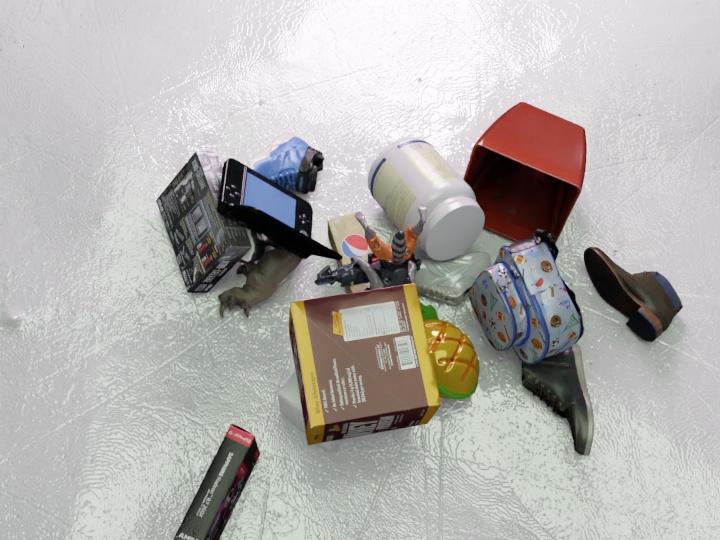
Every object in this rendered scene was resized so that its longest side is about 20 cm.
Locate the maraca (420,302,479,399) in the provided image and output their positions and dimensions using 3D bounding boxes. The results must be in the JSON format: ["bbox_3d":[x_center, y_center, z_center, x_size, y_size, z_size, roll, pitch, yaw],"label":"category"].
[{"bbox_3d":[0.129,0.133,1.633,0.137,0.107,0.201,-12,63,-50],"label":"maraca"}]

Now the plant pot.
[{"bbox_3d":[0.307,-0.185,1.744,0.199,0.201,0.177,24,55,8],"label":"plant pot"}]

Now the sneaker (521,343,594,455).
[{"bbox_3d":[0.334,0.224,1.632,0.105,0.075,0.201,-5,58,1],"label":"sneaker"}]

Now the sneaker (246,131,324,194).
[{"bbox_3d":[-0.140,-0.172,1.758,0.111,0.077,0.200,27,47,12],"label":"sneaker"}]

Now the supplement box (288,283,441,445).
[{"bbox_3d":[0.000,0.147,1.482,0.198,0.133,0.199,-8,70,-8],"label":"supplement box"}]

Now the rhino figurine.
[{"bbox_3d":[-0.182,0.010,1.706,0.087,0.060,0.200,36,72,16],"label":"rhino figurine"}]

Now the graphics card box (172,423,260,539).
[{"bbox_3d":[-0.226,0.357,1.521,0.051,0.126,0.201,23,67,8],"label":"graphics card box"}]

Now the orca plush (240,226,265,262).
[{"bbox_3d":[-0.221,-0.077,1.717,0.199,0.071,0.106,25,109,43],"label":"orca plush"}]

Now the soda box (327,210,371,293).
[{"bbox_3d":[0.000,0.000,1.714,0.067,0.064,0.201,-16,68,-9],"label":"soda box"}]

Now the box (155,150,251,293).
[{"bbox_3d":[-0.281,-0.085,1.692,0.050,0.158,0.201,-1,60,-44],"label":"box"}]

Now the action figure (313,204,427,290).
[{"bbox_3d":[0.029,-0.005,1.580,0.199,0.195,0.105,-16,39,-19],"label":"action figure"}]

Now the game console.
[{"bbox_3d":[-0.132,-0.106,1.631,0.199,0.116,0.177,30,46,-34],"label":"game console"}]

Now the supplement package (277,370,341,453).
[{"bbox_3d":[-0.032,0.183,1.603,0.119,0.121,0.200,37,70,12],"label":"supplement package"}]

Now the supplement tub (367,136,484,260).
[{"bbox_3d":[0.117,-0.128,1.702,0.144,0.146,0.200,-27,52,-13],"label":"supplement tub"}]

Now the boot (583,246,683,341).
[{"bbox_3d":[0.492,0.026,1.724,0.097,0.075,0.201,-30,78,-26],"label":"boot"}]

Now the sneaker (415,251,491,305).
[{"bbox_3d":[0.146,0.021,1.707,0.198,0.071,0.081,-9,70,-6],"label":"sneaker"}]

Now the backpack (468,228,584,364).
[{"bbox_3d":[0.281,0.058,1.603,0.153,0.200,0.191,-28,74,-13],"label":"backpack"}]
